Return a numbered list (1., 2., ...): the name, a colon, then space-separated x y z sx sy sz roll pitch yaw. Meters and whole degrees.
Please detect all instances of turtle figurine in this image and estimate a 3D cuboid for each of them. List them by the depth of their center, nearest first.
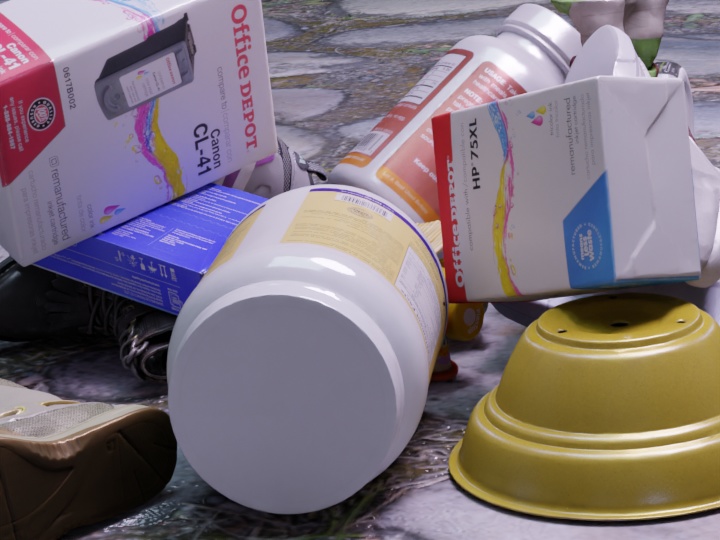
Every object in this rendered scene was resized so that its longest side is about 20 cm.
1. turtle figurine: 0.149 -0.092 1.580 0.143 0.195 0.200 -4 9 -22

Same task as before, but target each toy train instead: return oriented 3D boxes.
1. toy train: 0.017 0.032 1.495 0.150 0.056 0.200 -9 15 8

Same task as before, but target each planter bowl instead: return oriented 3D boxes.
1. planter bowl: 0.146 0.064 1.274 0.200 0.084 0.200 -5 16 1

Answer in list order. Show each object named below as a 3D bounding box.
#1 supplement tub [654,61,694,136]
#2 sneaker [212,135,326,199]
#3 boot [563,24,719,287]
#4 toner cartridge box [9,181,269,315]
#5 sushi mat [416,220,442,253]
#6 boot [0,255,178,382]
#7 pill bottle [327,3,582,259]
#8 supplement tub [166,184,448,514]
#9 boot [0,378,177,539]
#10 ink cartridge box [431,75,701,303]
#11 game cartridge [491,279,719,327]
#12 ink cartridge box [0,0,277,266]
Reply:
1. supplement tub: 0.153 -0.097 1.767 0.199 0.123 0.123 -1 16 15
2. sneaker: -0.106 -0.021 1.659 0.140 0.200 0.078 30 34 -32
3. boot: 0.181 -0.067 1.439 0.095 0.074 0.200 26 39 -20
4. toner cartridge box: -0.139 -0.025 1.520 0.200 0.043 0.095 18 38 39
5. sushi mat: 0.000 0.000 1.487 0.095 0.012 0.200 -5 15 23
6. boot: -0.155 0.030 1.524 0.199 0.069 0.174 -11 21 -8
7. pill bottle: 0.080 -0.095 1.652 0.200 0.112 0.112 -46 30 -15
8. supplement tub: -0.029 0.043 1.289 0.145 0.146 0.200 -3 16 8
9. boot: -0.222 0.106 1.265 0.154 0.072 0.200 10 17 42
10. ink cartridge box: 0.105 -0.042 1.340 0.067 0.117 0.200 -3 -4 -34
11. game cartridge: 0.187 -0.006 1.451 0.199 0.042 0.133 9 60 14
12. ink cartridge box: -0.161 -0.113 1.480 0.200 0.148 0.086 -25 43 -23
